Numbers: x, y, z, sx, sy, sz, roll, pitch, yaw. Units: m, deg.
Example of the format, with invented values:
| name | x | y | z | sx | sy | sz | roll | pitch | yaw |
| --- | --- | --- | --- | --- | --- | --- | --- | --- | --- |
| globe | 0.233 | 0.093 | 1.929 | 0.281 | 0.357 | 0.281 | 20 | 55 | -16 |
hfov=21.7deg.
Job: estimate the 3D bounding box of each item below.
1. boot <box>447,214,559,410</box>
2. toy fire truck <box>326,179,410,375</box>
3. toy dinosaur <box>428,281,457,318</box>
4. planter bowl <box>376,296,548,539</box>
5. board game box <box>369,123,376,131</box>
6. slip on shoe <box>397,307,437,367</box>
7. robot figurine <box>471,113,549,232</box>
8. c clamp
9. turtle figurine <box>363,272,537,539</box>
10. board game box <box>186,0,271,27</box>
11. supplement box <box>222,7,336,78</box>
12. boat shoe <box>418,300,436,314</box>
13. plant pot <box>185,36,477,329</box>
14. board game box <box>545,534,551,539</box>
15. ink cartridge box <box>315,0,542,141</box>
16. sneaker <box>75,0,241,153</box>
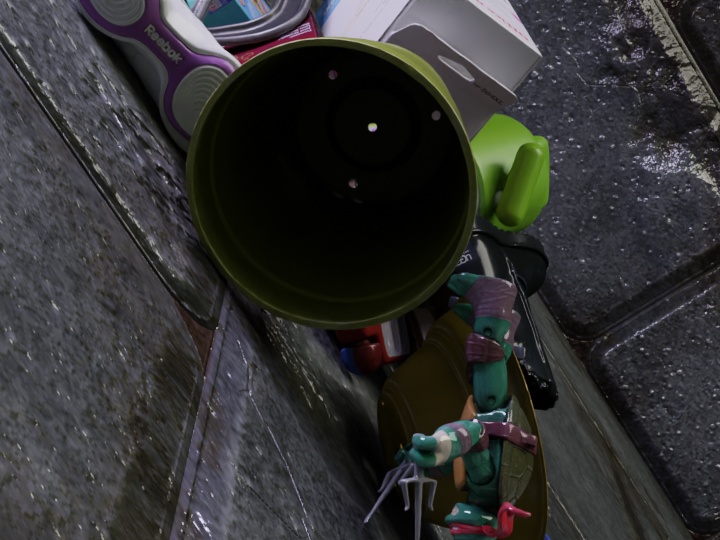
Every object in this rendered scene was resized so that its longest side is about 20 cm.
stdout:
| name | x | y | z | sx | sy | sz | roll | pitch | yaw |
| --- | --- | --- | --- | --- | --- | --- | --- | --- | --- |
| boot | 0.131 | 0.046 | 1.629 | 0.198 | 0.073 | 0.163 | 24 | 43 | -62 |
| toy fire truck | 0.000 | 0.000 | 1.547 | 0.200 | 0.111 | 0.169 | 0 | 77 | -79 |
| toy dinosaur | 0.096 | 0.042 | 1.750 | 0.136 | 0.085 | 0.201 | -71 | 152 | -84 |
| planter bowl | 0.064 | 0.125 | 1.390 | 0.200 | 0.083 | 0.202 | 167 | -90 | -76 |
| board game box | -0.037 | -0.120 | 1.633 | 0.200 | 0.119 | 0.032 | -104 | 177 | -73 |
| slip on shoe | 0.084 | 0.117 | 1.612 | 0.201 | 0.060 | 0.076 | -111 | -149 | -41 |
| robot figurine | 0.091 | -0.078 | 1.712 | 0.199 | 0.175 | 0.117 | -17 | 114 | -44 |
| c clamp | -0.115 | -0.243 | 1.666 | 0.200 | 0.170 | 0.027 | -84 | 164 | -57 |
| turtle figurine | 0.069 | 0.111 | 1.255 | 0.150 | 0.100 | 0.201 | 123 | -21 | -70 |
| board game box | -0.119 | -0.250 | 1.896 | 0.200 | 0.045 | 0.153 | 51 | 11 | -42 |
| supplement box | -0.074 | -0.149 | 1.565 | 0.200 | 0.108 | 0.061 | -106 | 173 | -64 |
| boat shoe | 0.079 | -0.037 | 1.846 | 0.070 | 0.201 | 0.070 | 17 | 7 | 20 |
| plant pot | -0.005 | -0.085 | 1.345 | 0.201 | 0.200 | 0.193 | 57 | 18 | -10 |
| board game box | 0.149 | 0.275 | 1.590 | 0.135 | 0.045 | 0.200 | 54 | 10 | -28 |
| ink cartridge box | 0.057 | -0.200 | 1.619 | 0.128 | 0.125 | 0.200 | 33 | 19 | -23 |
| sneaker | -0.137 | -0.169 | 1.400 | 0.200 | 0.075 | 0.100 | 55 | 10 | -21 |
